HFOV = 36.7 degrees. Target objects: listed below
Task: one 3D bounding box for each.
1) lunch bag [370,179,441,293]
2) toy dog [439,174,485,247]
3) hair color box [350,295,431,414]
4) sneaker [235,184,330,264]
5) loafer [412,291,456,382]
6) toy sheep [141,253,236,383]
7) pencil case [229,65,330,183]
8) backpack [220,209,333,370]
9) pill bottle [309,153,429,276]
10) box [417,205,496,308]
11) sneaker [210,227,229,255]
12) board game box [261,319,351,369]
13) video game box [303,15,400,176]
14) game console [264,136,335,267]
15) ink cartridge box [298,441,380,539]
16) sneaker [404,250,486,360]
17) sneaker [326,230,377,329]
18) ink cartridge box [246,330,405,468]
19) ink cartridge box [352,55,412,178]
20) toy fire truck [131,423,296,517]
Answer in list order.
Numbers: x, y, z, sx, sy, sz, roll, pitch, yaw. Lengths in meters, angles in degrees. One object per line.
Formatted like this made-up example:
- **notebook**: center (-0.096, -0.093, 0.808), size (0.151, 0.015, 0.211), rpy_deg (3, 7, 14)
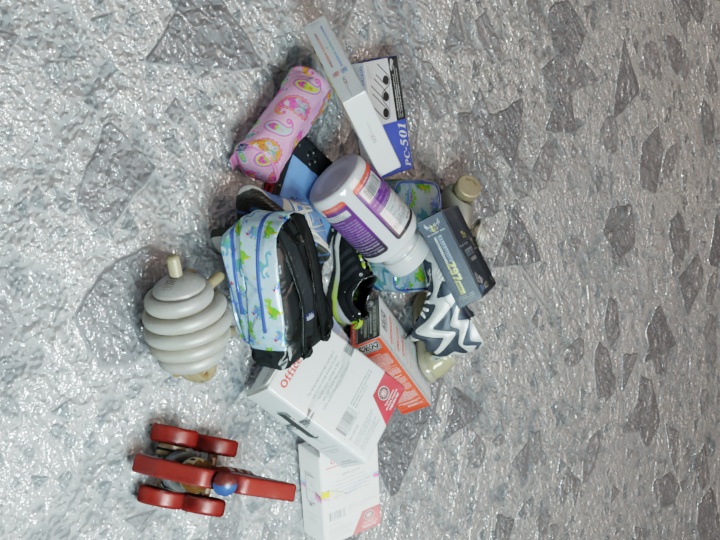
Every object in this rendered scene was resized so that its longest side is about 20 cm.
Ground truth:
- **lunch bag**: center (0.079, -0.060, 1.918), size (0.160, 0.082, 0.201), rpy_deg (-5, 97, -51)
- **toy dog**: center (0.163, -0.092, 2.009), size (0.201, 0.096, 0.132), rpy_deg (-88, -166, -48)
- **hair color box**: center (0.053, 0.149, 1.887), size (0.200, 0.061, 0.102), rpy_deg (55, 23, -37)
- **sneaker**: center (-0.121, -0.079, 1.651), size (0.200, 0.075, 0.077), rpy_deg (40, 39, -47)
- **loafer**: center (0.139, 0.116, 1.965), size (0.201, 0.068, 0.076), rpy_deg (-93, 157, -43)
- **toy sheep**: center (-0.239, 0.067, 1.500), size (0.138, 0.137, 0.201), rpy_deg (-37, 123, -44)
- **pencil case**: center (-0.121, -0.224, 1.668), size (0.088, 0.087, 0.200), rpy_deg (56, 51, -36)
- **backpack**: center (-0.119, 0.012, 1.542), size (0.163, 0.153, 0.201), rpy_deg (-42, 141, -53)
- **pill bottle**: center (0.020, -0.084, 1.754), size (0.200, 0.111, 0.112), rpy_deg (45, 57, -26)
- **box**: center (0.165, -0.027, 1.830), size (0.158, 0.051, 0.200), rpy_deg (64, 14, 1)
- **sneaker**: center (-0.160, 0.018, 1.642), size (0.201, 0.067, 0.108), rpy_deg (35, 62, -49)
- **board game box**: center (-0.067, 0.164, 1.786), size (0.200, 0.036, 0.152), rpy_deg (54, 53, -36)
- **video game box**: center (-0.012, -0.272, 1.713), size (0.183, 0.047, 0.200), rpy_deg (62, 2, 35)
- **game console**: center (-0.092, -0.100, 1.751), size (0.177, 0.031, 0.201), rpy_deg (36, 65, -45)
- **ink cartridge box**: center (-0.034, 0.331, 1.770), size (0.116, 0.067, 0.201), rpy_deg (-14, 110, -34)
- **sneaker**: center (0.118, 0.064, 1.869), size (0.200, 0.129, 0.079), rpy_deg (61, 14, -4)
- **sneaker**: center (0.000, 0.000, 1.825), size (0.072, 0.083, 0.201), rpy_deg (16, 78, -50)
- **ink cartridge box**: center (-0.053, 0.186, 1.669), size (0.200, 0.084, 0.145), rpy_deg (39, 59, -15)
- **ink cartridge box**: center (0.035, -0.266, 1.890), size (0.094, 0.044, 0.201), rpy_deg (-23, 109, -46)
- **toy fire truck**: center (-0.207, 0.286, 1.513), size (0.200, 0.167, 0.113), rpy_deg (25, 72, -49)
